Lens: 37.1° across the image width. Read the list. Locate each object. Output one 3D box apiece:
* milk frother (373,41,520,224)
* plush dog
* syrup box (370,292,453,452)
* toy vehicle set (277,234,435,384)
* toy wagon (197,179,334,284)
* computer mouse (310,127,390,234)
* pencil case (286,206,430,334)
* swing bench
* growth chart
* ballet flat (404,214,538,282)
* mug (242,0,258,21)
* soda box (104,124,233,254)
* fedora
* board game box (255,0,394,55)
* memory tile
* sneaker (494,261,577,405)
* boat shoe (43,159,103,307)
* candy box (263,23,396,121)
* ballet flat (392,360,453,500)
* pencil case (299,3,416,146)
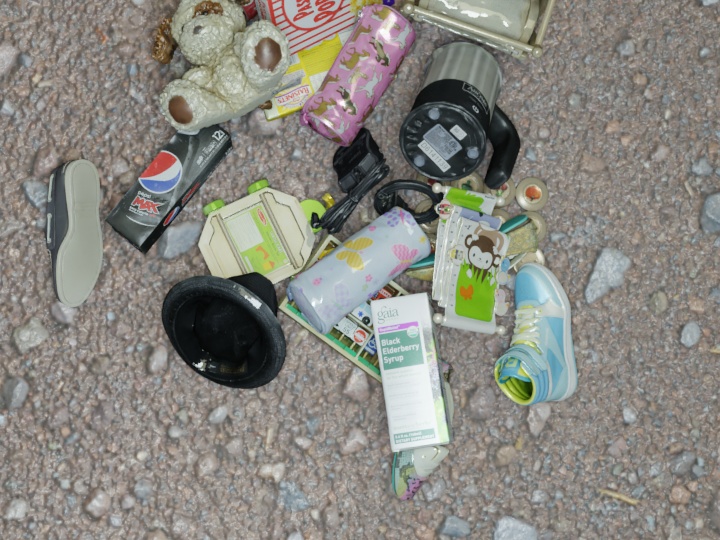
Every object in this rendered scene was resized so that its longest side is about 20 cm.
[{"bbox_3d":[0.106,-0.184,1.499,0.199,0.189,0.181,-18,118,27],"label":"milk frother"},{"bbox_3d":[-0.185,-0.298,1.447,0.199,0.160,0.173,-30,85,18],"label":"plush dog"},{"bbox_3d":[0.069,0.135,1.432,0.078,0.081,0.202,-10,81,8],"label":"syrup box"},{"bbox_3d":[-0.003,0.058,1.497,0.199,0.026,0.125,36,81,-14],"label":"toy vehicle set"},{"bbox_3d":[-0.124,-0.047,1.509,0.199,0.040,0.156,-26,88,-9],"label":"toy wagon"},{"bbox_3d":[-0.015,-0.114,1.472,0.046,0.200,0.140,40,101,-22],"label":"computer mouse"},{"bbox_3d":[0.000,0.000,1.439,0.200,0.091,0.083,-37,54,-13],"label":"pencil case"},{"bbox_3d":[0.164,-0.383,1.505,0.198,0.200,0.131,19,97,-3],"label":"swing bench"},{"bbox_3d":[0.151,-0.013,1.449,0.144,0.018,0.202,1,90,-34],"label":"growth chart"},{"bbox_3d":[0.162,-0.014,1.513,0.199,0.071,0.071,-23,87,-8],"label":"ballet flat"},{"bbox_3d":[-0.109,-0.443,1.506,0.200,0.133,0.178,-44,89,-5],"label":"mug"},{"bbox_3d":[-0.262,-0.122,1.483,0.063,0.071,0.200,37,81,2],"label":"soda box"},{"bbox_3d":[-0.169,0.063,1.438,0.200,0.201,0.092,35,45,-2],"label":"fedora"},{"bbox_3d":[-0.052,-0.401,1.486,0.199,0.152,0.046,-30,50,-16],"label":"board game box"},{"bbox_3d":[0.174,-0.069,1.557,0.198,0.017,0.155,6,84,-6],"label":"memory tile"},{"bbox_3d":[0.232,0.092,1.488,0.130,0.079,0.202,-11,87,-45],"label":"sneaker"},{"bbox_3d":[-0.400,-0.051,1.477,0.062,0.072,0.202,3,89,37],"label":"boat shoe"},{"bbox_3d":[-0.057,-0.293,1.547,0.199,0.026,0.103,-19,90,-8],"label":"candy box"},{"bbox_3d":[0.092,0.220,1.487,0.071,0.069,0.202,3,78,36],"label":"ballet flat"},{"bbox_3d":[-0.004,-0.271,1.498,0.086,0.083,0.201,28,84,21],"label":"pencil case"}]
